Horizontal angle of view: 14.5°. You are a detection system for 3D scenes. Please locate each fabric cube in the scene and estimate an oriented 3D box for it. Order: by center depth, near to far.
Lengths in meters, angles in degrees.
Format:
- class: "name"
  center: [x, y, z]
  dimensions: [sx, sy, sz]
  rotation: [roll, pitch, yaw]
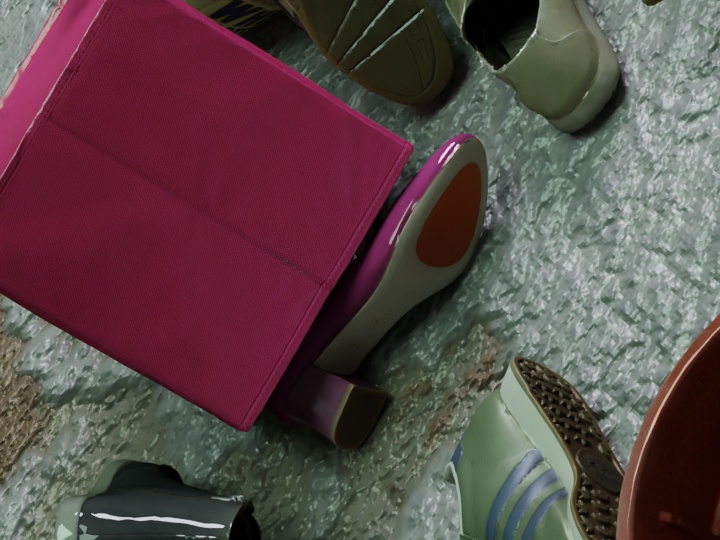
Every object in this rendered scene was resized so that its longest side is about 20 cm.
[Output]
- class: "fabric cube"
  center: [-0.120, -0.046, 1.674]
  dimensions: [0.200, 0.199, 0.196]
  rotation: [-59, 14, -3]

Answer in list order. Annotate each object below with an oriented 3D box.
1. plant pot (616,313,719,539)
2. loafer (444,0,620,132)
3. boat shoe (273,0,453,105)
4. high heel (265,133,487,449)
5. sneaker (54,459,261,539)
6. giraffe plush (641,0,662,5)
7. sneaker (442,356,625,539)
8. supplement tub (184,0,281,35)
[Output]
- class: "plant pot"
  center: [0.245, 0.120, 1.175]
  dimensions: [0.201, 0.195, 0.201]
  rotation: [-29, 44, 33]
- class: "loafer"
  center: [0.090, -0.159, 1.668]
  dimensions: [0.076, 0.068, 0.200]
  rotation: [-48, 37, 13]
- class: "boat shoe"
  center: [-0.021, -0.182, 1.744]
  dimensions: [0.072, 0.201, 0.066]
  rotation: [-50, 0, 11]
- class: "high heel"
  center: [0.000, 0.000, 1.653]
  dimensions: [0.096, 0.067, 0.200]
  rotation: [30, 91, 43]
- class: "sneaker"
  center: [-0.103, 0.154, 1.639]
  dimensions: [0.106, 0.200, 0.075]
  rotation: [0, 95, 8]
- class: "giraffe plush"
  center: [0.224, -0.190, 1.477]
  dimensions: [0.162, 0.172, 0.200]
  rotation: [-45, 62, 57]
- class: "sneaker"
  center: [0.096, 0.139, 1.453]
  dimensions: [0.090, 0.067, 0.200]
  rotation: [-51, 36, 22]
- class: "supplement tub"
  center: [-0.084, -0.236, 1.863]
  dimensions: [0.200, 0.144, 0.145]
  rotation: [-28, 45, 35]
